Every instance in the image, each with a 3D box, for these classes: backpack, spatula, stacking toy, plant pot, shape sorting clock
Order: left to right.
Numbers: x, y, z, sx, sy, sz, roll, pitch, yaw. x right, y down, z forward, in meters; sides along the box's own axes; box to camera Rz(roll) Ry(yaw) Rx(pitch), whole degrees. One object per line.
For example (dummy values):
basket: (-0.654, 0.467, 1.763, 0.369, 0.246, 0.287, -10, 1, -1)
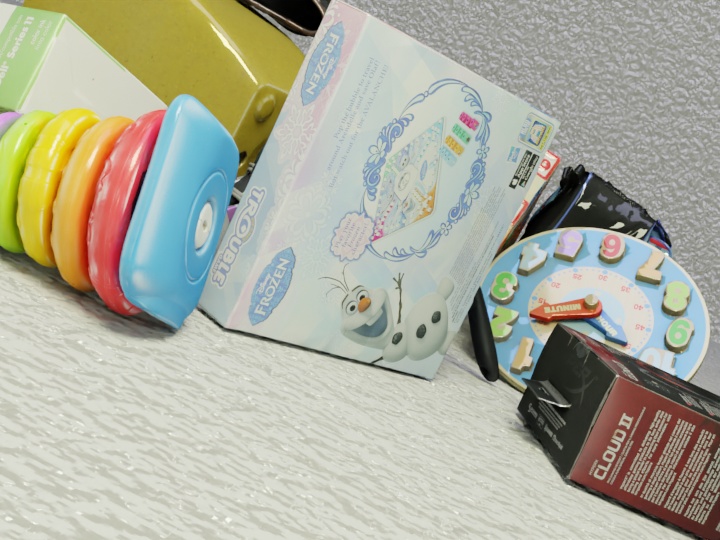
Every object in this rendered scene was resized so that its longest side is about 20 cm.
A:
stacking toy: (-0.174, -0.048, 0.643, 0.197, 0.111, 0.116, 15, -10, 9)
plant pot: (-0.141, -0.127, 0.928, 0.199, 0.196, 0.195, 34, 10, 26)
spatula: (0.075, 0.000, 0.899, 0.056, 0.020, 0.202, 17, -46, 52)
backpack: (0.203, 0.011, 1.177, 0.134, 0.184, 0.200, 34, -4, 4)
shape sorting clock: (0.194, 0.036, 1.010, 0.199, 0.200, 0.039, 28, -31, 23)

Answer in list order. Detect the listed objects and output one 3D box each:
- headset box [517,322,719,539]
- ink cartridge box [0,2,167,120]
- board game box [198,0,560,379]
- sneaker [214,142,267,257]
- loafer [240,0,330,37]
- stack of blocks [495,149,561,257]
headset box: (0.202, 0.112, 0.806, 0.198, 0.076, 0.149, 24, 7, -10)
ink cartridge box: (-0.236, -0.118, 0.759, 0.198, 0.068, 0.117, 16, -14, 29)
board game box: (0.017, -0.041, 0.771, 0.198, 0.202, 0.043, 18, 11, -46)
sneaker: (-0.072, -0.054, 0.791, 0.077, 0.141, 0.199, 31, 9, 39)
loafer: (-0.099, -0.256, 0.956, 0.199, 0.072, 0.063, 34, 16, -19)
stack of blocks: (0.114, -0.035, 1.145, 0.058, 0.116, 0.200, 34, -23, 8)
